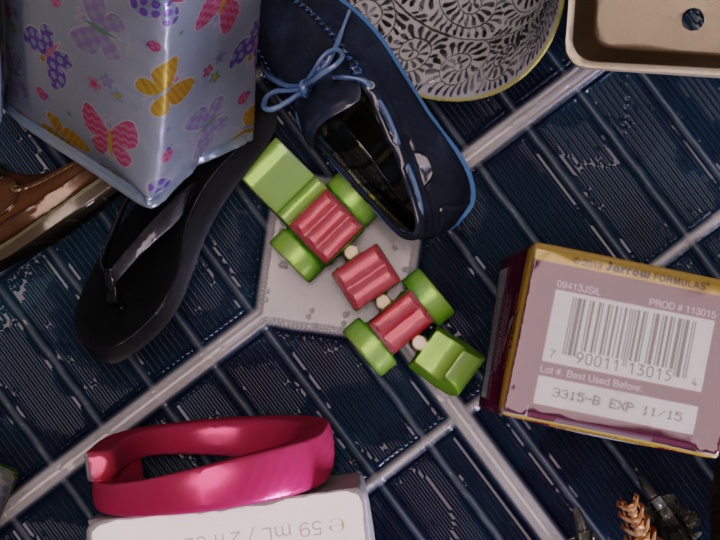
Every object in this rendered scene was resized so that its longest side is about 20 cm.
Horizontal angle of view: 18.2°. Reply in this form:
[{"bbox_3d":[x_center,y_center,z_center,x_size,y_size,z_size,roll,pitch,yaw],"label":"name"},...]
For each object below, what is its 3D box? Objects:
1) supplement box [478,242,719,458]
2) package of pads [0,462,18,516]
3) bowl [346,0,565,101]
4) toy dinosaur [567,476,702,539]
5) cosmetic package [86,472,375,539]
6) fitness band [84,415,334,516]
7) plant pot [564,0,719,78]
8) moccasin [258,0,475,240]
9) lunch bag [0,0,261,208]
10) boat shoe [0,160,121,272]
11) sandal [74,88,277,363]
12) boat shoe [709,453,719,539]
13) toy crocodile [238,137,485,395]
[{"bbox_3d":[0.146,0.049,1.351,0.130,0.200,0.104,11,88,0],"label":"supplement box"},{"bbox_3d":[-0.336,0.162,1.409,0.199,0.068,0.155,21,87,1],"label":"package of pads"},{"bbox_3d":[0.061,-0.216,1.400,0.201,0.201,0.094,49,44,2],"label":"bowl"},{"bbox_3d":[0.189,0.204,1.373,0.102,0.136,0.201,-7,129,-15],"label":"toy dinosaur"},{"bbox_3d":[-0.066,0.234,1.359,0.167,0.166,0.201,-8,88,-1],"label":"cosmetic package"},{"bbox_3d":[-0.088,0.116,1.347,0.143,0.200,0.038,-4,93,3],"label":"fitness band"},{"bbox_3d":[0.221,-0.207,1.375,0.199,0.177,0.201,4,87,-1],"label":"plant pot"},{"bbox_3d":[-0.006,-0.105,1.402,0.200,0.068,0.081,46,129,8],"label":"moccasin"},{"bbox_3d":[-0.165,-0.161,1.353,0.200,0.170,0.127,34,49,24],"label":"lunch bag"},{"bbox_3d":[-0.231,-0.036,1.416,0.200,0.072,0.068,-33,85,0],"label":"boat shoe"},{"bbox_3d":[-0.127,-0.036,1.417,0.076,0.043,0.201,19,76,44],"label":"sandal"},{"bbox_3d":[0.262,0.115,1.414,0.064,0.071,0.201,9,86,1],"label":"boat shoe"},{"bbox_3d":[0.000,0.000,1.422,0.067,0.062,0.200,-39,88,-2],"label":"toy crocodile"}]
